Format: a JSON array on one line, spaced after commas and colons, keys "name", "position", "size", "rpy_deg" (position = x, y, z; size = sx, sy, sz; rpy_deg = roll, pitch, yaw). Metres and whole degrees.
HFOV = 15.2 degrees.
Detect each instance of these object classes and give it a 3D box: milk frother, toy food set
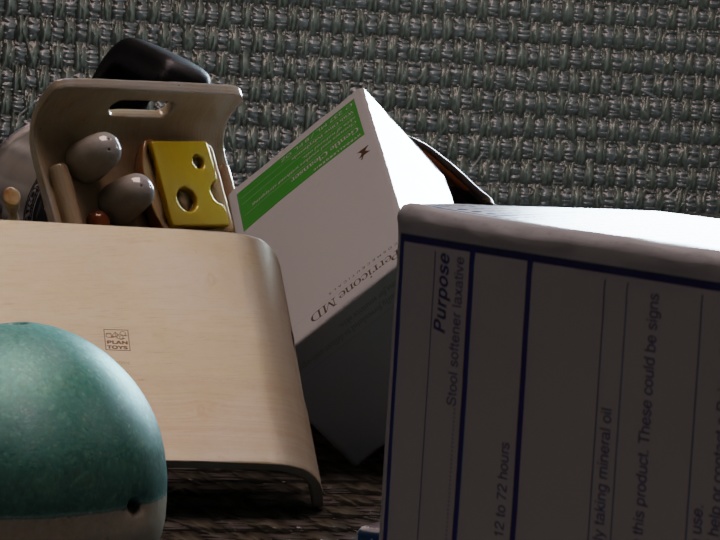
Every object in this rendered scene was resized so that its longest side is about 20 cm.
[{"name": "milk frother", "position": [-0.117, -0.030, 1.718], "size": [0.200, 0.181, 0.188], "rpy_deg": [41, -7, -22]}, {"name": "toy food set", "position": [-0.098, -0.013, 1.538], "size": [0.143, 0.201, 0.060], "rpy_deg": [-2, -19, -45]}, {"name": "toy food set", "position": [-0.122, 0.051, 1.292], "size": [0.199, 0.061, 0.144], "rpy_deg": [3, 49, -17]}]

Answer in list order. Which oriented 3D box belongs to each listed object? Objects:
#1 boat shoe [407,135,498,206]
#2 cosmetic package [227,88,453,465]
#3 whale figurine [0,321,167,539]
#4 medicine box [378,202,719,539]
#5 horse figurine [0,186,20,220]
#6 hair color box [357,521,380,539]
[{"name": "boat shoe", "position": [0.073, -0.003, 1.649], "size": [0.072, 0.200, 0.068], "rpy_deg": [-39, -10, -29]}, {"name": "cosmetic package", "position": [0.000, 0.000, 1.458], "size": [0.085, 0.107, 0.200], "rpy_deg": [46, 13, -26]}, {"name": "whale figurine", "position": [-0.172, 0.069, 1.082], "size": [0.199, 0.104, 0.159], "rpy_deg": [6, 6, 30]}, {"name": "medicine box", "position": [0.101, 0.083, 0.662], "size": [0.103, 0.183, 0.199], "rpy_deg": [0, 7, -40]}, {"name": "horse figurine", "position": [-0.203, 0.004, 1.514], "size": [0.050, 0.133, 0.200], "rpy_deg": [-12, 27, -13]}, {"name": "hair color box", "position": [0.087, 0.115, 0.983], "size": [0.100, 0.061, 0.200], "rpy_deg": [7, 5, 29]}]
